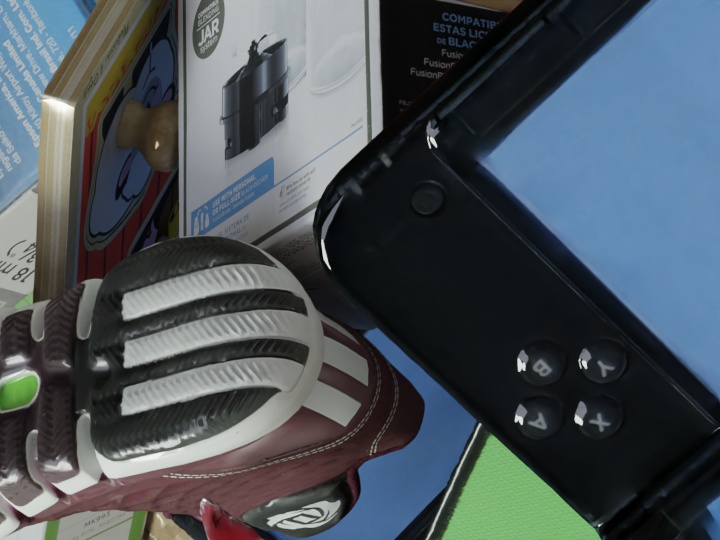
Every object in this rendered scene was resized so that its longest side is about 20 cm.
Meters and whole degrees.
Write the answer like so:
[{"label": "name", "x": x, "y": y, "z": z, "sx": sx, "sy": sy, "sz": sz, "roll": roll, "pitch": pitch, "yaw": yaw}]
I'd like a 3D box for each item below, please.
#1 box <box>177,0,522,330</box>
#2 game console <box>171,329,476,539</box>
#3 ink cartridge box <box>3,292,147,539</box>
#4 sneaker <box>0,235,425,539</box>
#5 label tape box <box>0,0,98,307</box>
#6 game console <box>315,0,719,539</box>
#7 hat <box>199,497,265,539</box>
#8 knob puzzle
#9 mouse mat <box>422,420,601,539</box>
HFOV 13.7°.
[{"label": "box", "x": 0.001, "y": -0.096, "z": 0.786, "sx": 0.117, "sy": 0.060, "sz": 0.200, "roll": -29, "pitch": 58, "yaw": 58}, {"label": "game console", "x": 0.000, "y": 0.000, "z": 0.856, "sx": 0.119, "sy": 0.172, "sz": 0.200, "roll": 48, "pitch": 172, "yaw": -22}, {"label": "ink cartridge box", "x": -0.122, "y": 0.022, "z": 1.126, "sx": 0.104, "sy": 0.059, "sz": 0.200, "roll": 44, "pitch": 141, "yaw": 28}, {"label": "sneaker", "x": -0.071, "y": 0.052, "z": 0.803, "sx": 0.200, "sy": 0.115, "sz": 0.076, "roll": -10, "pitch": 66, "yaw": 34}, {"label": "label tape box", "x": -0.166, "y": -0.048, "z": 1.027, "sx": 0.200, "sy": 0.063, "sz": 0.144, "roll": -39, "pitch": 68, "yaw": 15}, {"label": "game console", "x": 0.115, "y": 0.001, "z": 0.629, "sx": 0.172, "sy": 0.200, "sz": 0.119, "roll": 43, "pitch": -165, "yaw": -19}, {"label": "hat", "x": 0.028, "y": 0.196, "z": 0.737, "sx": 0.166, "sy": 0.176, "sz": 0.200, "roll": 107, "pitch": 169, "yaw": -48}, {"label": "knob puzzle", "x": -0.051, "y": -0.030, "z": 0.900, "sx": 0.030, "sy": 0.220, "sz": 0.220, "roll": 16, "pitch": 132, "yaw": 9}, {"label": "mouse mat", "x": 0.105, "y": 0.103, "z": 0.768, "sx": 0.008, "sy": 0.200, "sz": 0.161, "roll": -87, "pitch": 16, "yaw": -54}]
